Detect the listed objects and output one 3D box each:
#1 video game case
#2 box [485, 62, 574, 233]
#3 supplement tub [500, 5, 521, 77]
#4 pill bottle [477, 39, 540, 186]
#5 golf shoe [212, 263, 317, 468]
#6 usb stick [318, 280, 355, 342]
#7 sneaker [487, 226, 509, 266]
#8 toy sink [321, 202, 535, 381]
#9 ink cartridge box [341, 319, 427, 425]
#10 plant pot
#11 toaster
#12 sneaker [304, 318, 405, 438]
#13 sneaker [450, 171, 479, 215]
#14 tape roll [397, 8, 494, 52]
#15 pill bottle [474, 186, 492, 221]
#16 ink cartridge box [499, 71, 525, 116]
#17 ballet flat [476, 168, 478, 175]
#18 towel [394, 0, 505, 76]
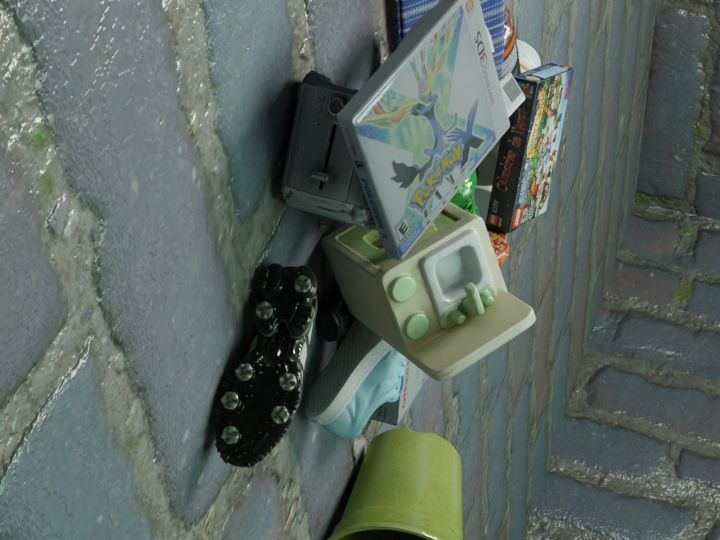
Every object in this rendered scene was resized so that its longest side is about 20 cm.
[{"bbox_3d":[0.066,-0.140,1.274,0.200,0.022,0.183,-50,141,-25],"label":"video game case"},{"bbox_3d":[0.222,-0.162,1.775,0.136,0.037,0.202,-29,132,-58],"label":"box"},{"bbox_3d":[0.145,-0.275,1.700,0.200,0.106,0.108,67,40,-62],"label":"supplement tub"},{"bbox_3d":[0.183,-0.222,1.859,0.110,0.108,0.201,80,29,-52],"label":"pill bottle"},{"bbox_3d":[-0.081,0.095,1.302,0.088,0.076,0.202,70,36,-73],"label":"golf shoe"},{"bbox_3d":[0.000,0.000,1.562,0.201,0.032,0.056,-61,149,-42],"label":"usb stick"},{"bbox_3d":[0.152,-0.009,1.714,0.200,0.072,0.078,-27,130,-73],"label":"sneaker"},{"bbox_3d":[0.068,0.005,1.411,0.130,0.200,0.113,-31,121,-14],"label":"toy sink"},{"bbox_3d":[0.044,0.073,1.670,0.200,0.082,0.147,-49,148,-58],"label":"ink cartridge box"},{"bbox_3d":[0.057,0.315,1.760,0.202,0.198,0.185,85,12,-45],"label":"plant pot"},{"bbox_3d":[-0.003,-0.112,1.334,0.200,0.113,0.131,6,101,-74],"label":"toaster"},{"bbox_3d":[0.023,0.102,1.532,0.082,0.074,0.200,39,92,-33],"label":"sneaker"},{"bbox_3d":[0.112,-0.069,1.551,0.074,0.084,0.200,-41,172,-10],"label":"sneaker"},{"bbox_3d":[0.072,-0.181,1.443,0.203,0.037,0.205,-46,-145,46],"label":"tape roll"},{"bbox_3d":[0.212,-0.157,1.999,0.110,0.108,0.201,83,26,-49],"label":"pill bottle"},{"bbox_3d":[0.092,-0.151,1.591,0.044,0.173,0.200,57,29,-8],"label":"ink cartridge box"},{"bbox_3d":[0.101,-0.099,1.712,0.200,0.068,0.064,-45,130,-44],"label":"ballet flat"},{"bbox_3d":[0.102,-0.280,1.560,0.144,0.024,0.201,-23,140,-15],"label":"towel"}]
